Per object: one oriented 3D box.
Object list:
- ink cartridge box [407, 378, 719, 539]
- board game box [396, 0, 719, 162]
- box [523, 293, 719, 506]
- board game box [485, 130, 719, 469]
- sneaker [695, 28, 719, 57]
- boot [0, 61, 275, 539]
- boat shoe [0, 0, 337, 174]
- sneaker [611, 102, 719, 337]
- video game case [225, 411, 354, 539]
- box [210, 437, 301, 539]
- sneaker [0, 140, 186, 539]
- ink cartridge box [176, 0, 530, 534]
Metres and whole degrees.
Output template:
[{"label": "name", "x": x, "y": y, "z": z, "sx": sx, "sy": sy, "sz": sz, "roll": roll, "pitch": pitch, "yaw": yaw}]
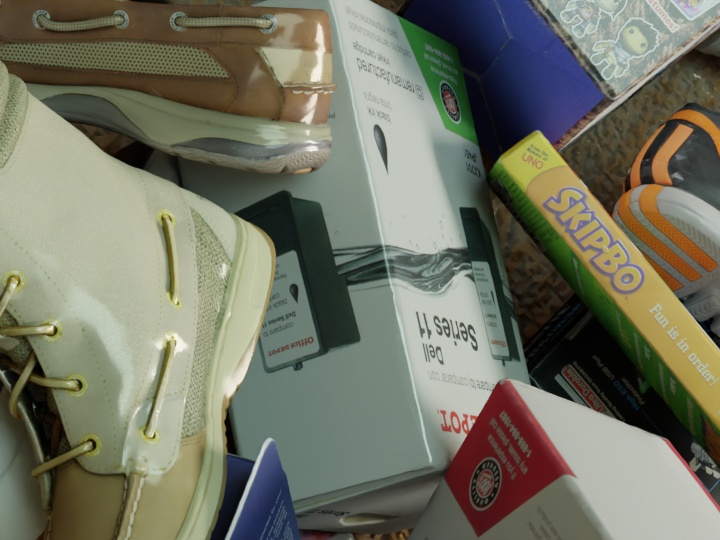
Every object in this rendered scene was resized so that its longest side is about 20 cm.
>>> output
[{"label": "ink cartridge box", "x": 0.058, "y": 0.163, "z": 0.919, "sx": 0.086, "sy": 0.148, "sz": 0.200, "roll": 19, "pitch": 109, "yaw": -25}, {"label": "board game box", "x": 0.130, "y": -0.147, "z": 1.116, "sx": 0.200, "sy": 0.159, "sz": 0.097, "roll": -38, "pitch": 88, "yaw": -16}, {"label": "box", "x": 0.172, "y": 0.080, "z": 1.162, "sx": 0.200, "sy": 0.046, "sz": 0.159, "roll": 50, "pitch": 58, "yaw": -6}, {"label": "board game box", "x": 0.125, "y": 0.029, "z": 1.071, "sx": 0.030, "sy": 0.096, "sz": 0.200, "roll": -37, "pitch": 88, "yaw": -2}, {"label": "sneaker", "x": 0.235, "y": -0.181, "z": 1.274, "sx": 0.116, "sy": 0.074, "sz": 0.200, "roll": 21, "pitch": 74, "yaw": -23}, {"label": "boot", "x": -0.116, "y": 0.029, "z": 0.876, "sx": 0.155, "sy": 0.072, "sz": 0.200, "roll": 37, "pitch": 49, "yaw": -28}, {"label": "boat shoe", "x": -0.100, "y": -0.090, "z": 0.967, "sx": 0.200, "sy": 0.076, "sz": 0.072, "roll": 14, "pitch": 99, "yaw": 13}, {"label": "sneaker", "x": 0.207, "y": -0.003, "z": 1.137, "sx": 0.200, "sy": 0.078, "sz": 0.112, "roll": 43, "pitch": 52, "yaw": -16}, {"label": "video game case", "x": -0.119, "y": 0.062, "z": 1.023, "sx": 0.200, "sy": 0.024, "sz": 0.182, "roll": -20, "pitch": 84, "yaw": -33}, {"label": "box", "x": -0.053, "y": 0.150, "z": 0.938, "sx": 0.032, "sy": 0.200, "sz": 0.121, "roll": 15, "pitch": 62, "yaw": 13}, {"label": "sneaker", "x": -0.105, "y": 0.036, "z": 0.985, "sx": 0.085, "sy": 0.073, "sz": 0.200, "roll": 46, "pitch": 49, "yaw": -25}, {"label": "ink cartridge box", "x": 0.000, "y": 0.000, "z": 1.036, "sx": 0.147, "sy": 0.083, "sz": 0.200, "roll": 15, "pitch": 61, "yaw": -66}]
